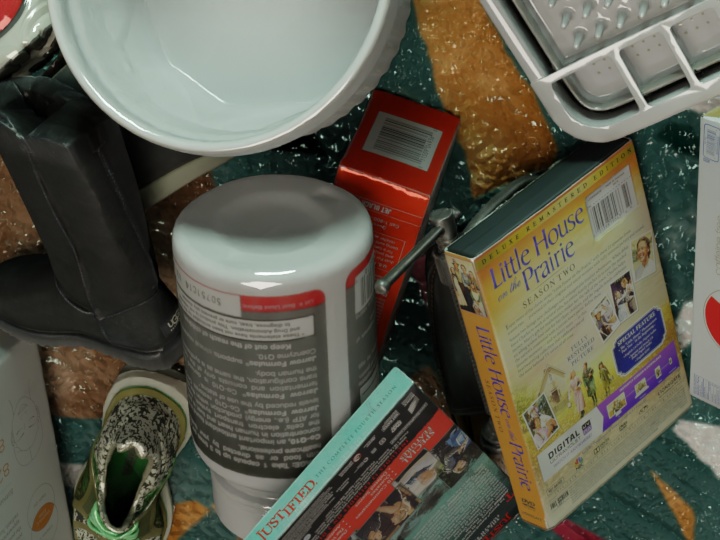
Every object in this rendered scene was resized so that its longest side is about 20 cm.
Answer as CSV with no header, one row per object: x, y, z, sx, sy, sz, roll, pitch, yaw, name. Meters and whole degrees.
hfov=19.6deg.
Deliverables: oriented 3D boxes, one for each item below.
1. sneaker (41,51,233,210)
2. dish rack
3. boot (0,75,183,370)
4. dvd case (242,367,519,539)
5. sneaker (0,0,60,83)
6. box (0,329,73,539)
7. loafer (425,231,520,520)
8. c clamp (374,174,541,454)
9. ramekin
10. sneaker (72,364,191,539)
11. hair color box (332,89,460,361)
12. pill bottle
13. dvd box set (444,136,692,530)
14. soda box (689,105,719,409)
-0.111,-0.118,1.260,0.200,0.075,0.106,-33,113,31,sneaker
0.148,-0.184,1.172,0.172,0.044,0.200,-23,114,27,dish rack
-0.197,-0.034,1.301,0.165,0.066,0.200,11,144,27,boot
0.017,0.153,1.245,0.146,0.022,0.200,-49,144,-3,dvd case
-0.262,-0.133,1.307,0.200,0.077,0.085,-34,87,32,sneaker
-0.291,0.151,1.429,0.106,0.152,0.200,10,125,22,box
0.085,0.070,1.336,0.073,0.072,0.200,-11,119,22,loafer
0.084,0.033,1.268,0.027,0.171,0.200,10,134,40,c clamp
-0.064,-0.162,1.163,0.200,0.105,0.200,0,91,17,ramekin
-0.170,0.159,1.451,0.077,0.089,0.200,17,126,3,sneaker
0.000,0.000,1.295,0.061,0.102,0.200,19,125,3,hair color box
-0.046,0.056,1.213,0.114,0.114,0.200,5,124,11,pill bottle
0.130,0.037,1.266,0.029,0.146,0.200,16,134,45,dvd box set
0.242,-0.008,1.235,0.064,0.068,0.200,28,134,38,soda box
